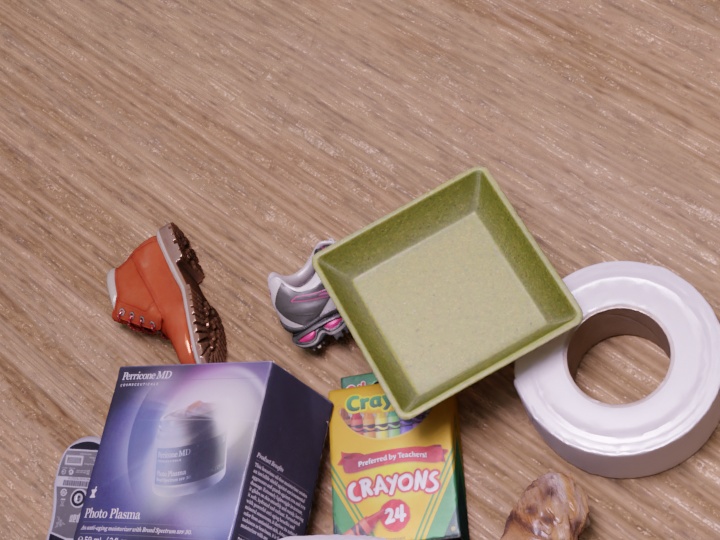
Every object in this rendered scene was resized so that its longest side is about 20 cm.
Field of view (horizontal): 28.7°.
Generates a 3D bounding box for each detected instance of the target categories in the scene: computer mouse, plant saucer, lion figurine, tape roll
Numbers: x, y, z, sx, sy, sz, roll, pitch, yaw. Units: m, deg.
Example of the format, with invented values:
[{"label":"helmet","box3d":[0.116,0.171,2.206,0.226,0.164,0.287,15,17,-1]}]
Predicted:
[{"label":"computer mouse","box3d":[-0.284,0.273,1.450,0.109,0.044,0.201,1,70,23]},{"label":"plant saucer","box3d":[0.084,0.026,1.362,0.199,0.048,0.200,-29,63,-4]},{"label":"lion figurine","box3d":[0.135,0.278,1.297,0.200,0.072,0.123,-36,45,8]},{"label":"tape roll","box3d":[0.251,0.095,1.356,0.201,0.071,0.204,-7,63,14]}]

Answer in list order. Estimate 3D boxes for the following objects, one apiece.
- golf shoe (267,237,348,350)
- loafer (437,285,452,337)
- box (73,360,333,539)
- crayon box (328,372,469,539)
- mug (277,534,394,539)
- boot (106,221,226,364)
[{"label":"golf shoe","box3d":[0.000,0.000,1.459,0.199,0.088,0.077,-32,20,-2]},{"label":"loafer","box3d":[0.106,0.022,1.428,0.070,0.068,0.201,17,62,34]},{"label":"box","box3d":[-0.154,0.201,1.374,0.199,0.123,0.199,-5,61,32]},{"label":"crayon box","box3d":[0.035,0.181,1.391,0.126,0.051,0.201,-11,61,12]},{"label":"mug","box3d":[0.014,0.332,1.255,0.175,0.201,0.148,-10,19,37]},{"label":"boot","box3d":[-0.213,0.051,1.526,0.107,0.075,0.201,-30,51,5]}]
